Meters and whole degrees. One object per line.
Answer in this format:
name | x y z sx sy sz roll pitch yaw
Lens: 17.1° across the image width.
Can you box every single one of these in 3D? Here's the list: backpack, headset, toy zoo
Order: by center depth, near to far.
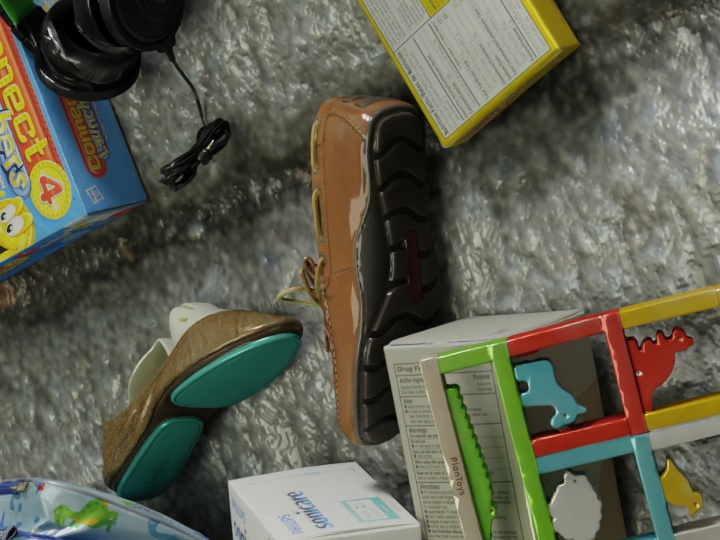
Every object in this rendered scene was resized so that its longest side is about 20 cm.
toy zoo | 0.143 0.085 1.249 0.200 0.020 0.131 -14 95 8
headset | -0.158 -0.140 1.442 0.200 0.094 0.123 44 142 -5
backpack | -0.181 0.215 1.513 0.200 0.183 0.147 -15 55 58

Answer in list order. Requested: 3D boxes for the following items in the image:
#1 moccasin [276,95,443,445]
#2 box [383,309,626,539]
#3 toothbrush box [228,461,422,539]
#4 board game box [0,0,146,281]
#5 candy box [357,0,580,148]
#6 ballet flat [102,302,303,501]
moccasin | -0.001 0.000 1.378 0.078 0.074 0.202 7 109 48
box | 0.086 0.127 1.329 0.095 0.078 0.200 -3 99 46
toothbrush box | -0.016 0.228 1.398 0.146 0.085 0.200 -150 53 -73
board game box | -0.254 -0.099 1.573 0.196 0.056 0.200 -26 84 41
candy box | 0.035 -0.179 1.331 0.102 0.026 0.200 -40 75 41
ballet flat | -0.107 0.066 1.499 0.200 0.068 0.072 -49 50 41
